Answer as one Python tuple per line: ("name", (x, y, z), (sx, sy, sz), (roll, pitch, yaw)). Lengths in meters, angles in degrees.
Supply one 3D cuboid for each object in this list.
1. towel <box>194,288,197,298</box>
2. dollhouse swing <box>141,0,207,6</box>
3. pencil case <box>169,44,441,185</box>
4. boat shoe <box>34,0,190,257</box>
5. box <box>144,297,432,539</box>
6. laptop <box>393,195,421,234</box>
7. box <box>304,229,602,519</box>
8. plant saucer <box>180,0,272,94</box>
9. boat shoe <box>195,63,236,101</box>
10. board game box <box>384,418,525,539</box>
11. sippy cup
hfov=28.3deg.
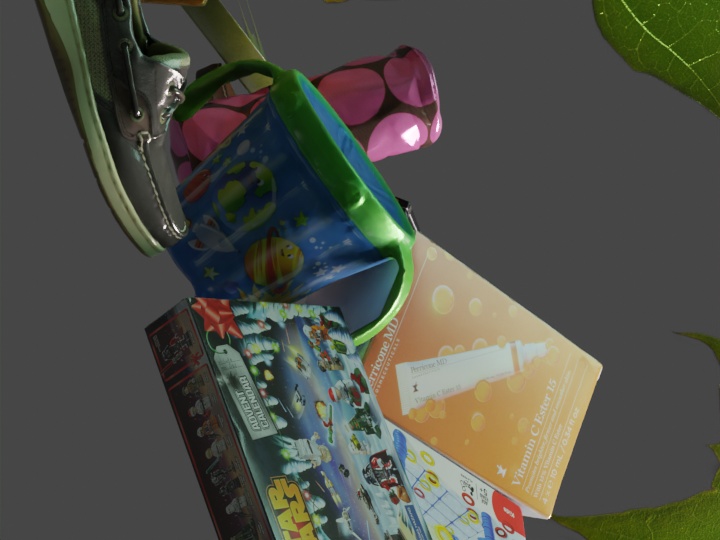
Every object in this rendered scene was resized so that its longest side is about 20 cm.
("towel", (-0.080, 0.089, 0.943), (0.200, 0.024, 0.145), (-102, 175, -68))
("dollhouse swing", (-0.106, -0.250, 0.921), (0.200, 0.175, 0.182), (-84, 157, -82))
("pencil case", (-0.043, -0.109, 1.058), (0.094, 0.199, 0.091), (-146, -138, -77))
("boat shoe", (-0.123, -0.105, 0.765), (0.072, 0.066, 0.202), (-102, 175, -70))
("box", (-0.029, 0.112, 0.780), (0.137, 0.040, 0.201), (5, 57, -54))
("laptop", (0.000, 0.000, 1.175), (0.187, 0.199, 0.116), (53, 59, -81))
("box", (0.057, 0.075, 1.003), (0.200, 0.097, 0.125), (34, 69, -30))
("plant saucer", (-0.130, -0.223, 1.282), (0.200, 0.031, 0.200), (53, 2, -2))
("boat shoe", (-0.095, -0.101, 1.310), (0.076, 0.074, 0.201), (-104, 176, -56))
("board game box", (0.029, 0.199, 0.879), (0.200, 0.056, 0.196), (35, 35, -33))
("sippy cup", (-0.054, -0.036, 0.911), (0.140, 0.130, 0.178), (47, 11, -43))
